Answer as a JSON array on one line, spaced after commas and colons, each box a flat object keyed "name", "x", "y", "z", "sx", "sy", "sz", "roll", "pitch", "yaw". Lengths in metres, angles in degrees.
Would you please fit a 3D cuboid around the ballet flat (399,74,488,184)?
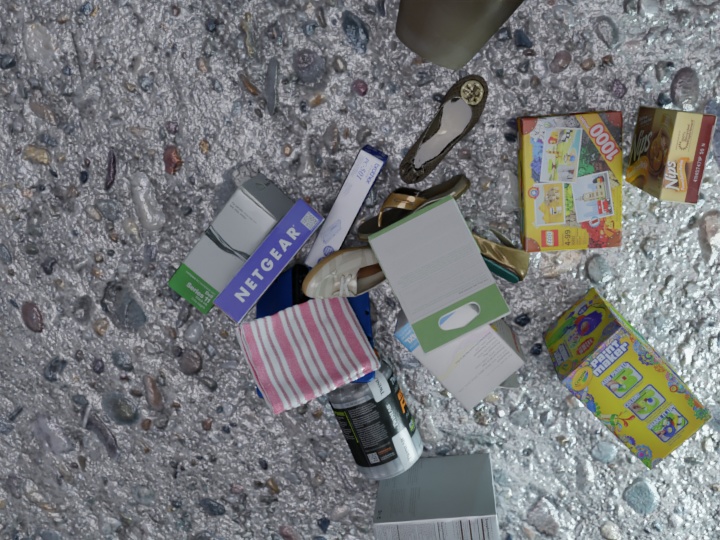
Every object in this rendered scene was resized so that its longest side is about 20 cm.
[{"name": "ballet flat", "x": 0.129, "y": -0.218, "z": 1.116, "sx": 0.067, "sy": 0.046, "sz": 0.201, "roll": 39, "pitch": 105, "yaw": -5}]

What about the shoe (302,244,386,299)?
[{"name": "shoe", "x": 0.000, "y": 0.000, "z": 1.126, "sx": 0.198, "sy": 0.053, "sz": 0.071, "roll": -22, "pitch": 135, "yaw": -28}]

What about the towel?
[{"name": "towel", "x": -0.077, "y": 0.117, "z": 1.087, "sx": 0.198, "sy": 0.030, "sz": 0.148, "roll": -19, "pitch": 71, "yaw": -29}]

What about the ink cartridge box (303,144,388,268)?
[{"name": "ink cartridge box", "x": -0.022, "y": -0.099, "z": 1.141, "sx": 0.044, "sy": 0.094, "sz": 0.202, "roll": 27, "pitch": 106, "yaw": -1}]

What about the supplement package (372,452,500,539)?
[{"name": "supplement package", "x": 0.134, "y": 0.428, "z": 1.205, "sx": 0.196, "sy": 0.191, "sz": 0.150, "roll": -7, "pitch": 104, "yaw": 9}]

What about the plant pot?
[{"name": "plant pot", "x": 0.138, "y": -0.393, "z": 1.012, "sx": 0.198, "sy": 0.201, "sz": 0.175, "roll": 28, "pitch": 123, "yaw": -1}]

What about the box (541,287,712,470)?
[{"name": "box", "x": 0.399, "y": 0.158, "z": 1.099, "sx": 0.192, "sy": 0.200, "sz": 0.122, "roll": 43, "pitch": 105, "yaw": -6}]

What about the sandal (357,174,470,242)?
[{"name": "sandal", "x": 0.079, "y": -0.110, "z": 1.132, "sx": 0.198, "sy": 0.081, "sz": 0.054, "roll": -28, "pitch": 113, "yaw": 7}]

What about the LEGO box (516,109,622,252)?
[{"name": "LEGO box", "x": 0.320, "y": -0.139, "z": 1.096, "sx": 0.146, "sy": 0.077, "sz": 0.204, "roll": -4, "pitch": 104, "yaw": 8}]

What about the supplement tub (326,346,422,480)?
[{"name": "supplement tub", "x": 0.019, "y": 0.238, "z": 1.207, "sx": 0.121, "sy": 0.123, "sz": 0.203, "roll": -21, "pitch": 102, "yaw": 12}]

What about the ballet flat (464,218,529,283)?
[{"name": "ballet flat", "x": 0.183, "y": -0.047, "z": 1.154, "sx": 0.198, "sy": 0.069, "sz": 0.064, "roll": 27, "pitch": 78, "yaw": -3}]

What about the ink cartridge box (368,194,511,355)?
[{"name": "ink cartridge box", "x": 0.115, "y": 0.008, "z": 1.056, "sx": 0.144, "sy": 0.048, "sz": 0.202, "roll": -26, "pitch": 74, "yaw": 1}]

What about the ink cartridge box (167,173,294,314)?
[{"name": "ink cartridge box", "x": -0.204, "y": -0.047, "z": 1.150, "sx": 0.083, "sy": 0.147, "sz": 0.201, "roll": 39, "pitch": 106, "yaw": -5}]

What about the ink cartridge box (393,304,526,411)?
[{"name": "ink cartridge box", "x": 0.168, "y": 0.115, "z": 1.153, "sx": 0.125, "sy": 0.129, "sz": 0.200, "roll": -42, "pitch": 95, "yaw": 15}]

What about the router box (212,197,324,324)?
[{"name": "router box", "x": -0.143, "y": -0.010, "z": 1.103, "sx": 0.049, "sy": 0.179, "sz": 0.201, "roll": 40, "pitch": 83, "yaw": -4}]

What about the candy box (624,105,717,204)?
[{"name": "candy box", "x": 0.433, "y": -0.169, "z": 1.010, "sx": 0.054, "sy": 0.200, "sz": 0.118, "roll": 8, "pitch": 105, "yaw": 6}]

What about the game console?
[{"name": "game console", "x": -0.080, "y": 0.104, "z": 1.177, "sx": 0.117, "sy": 0.203, "sz": 0.170, "roll": 23, "pitch": 142, "yaw": -40}]
